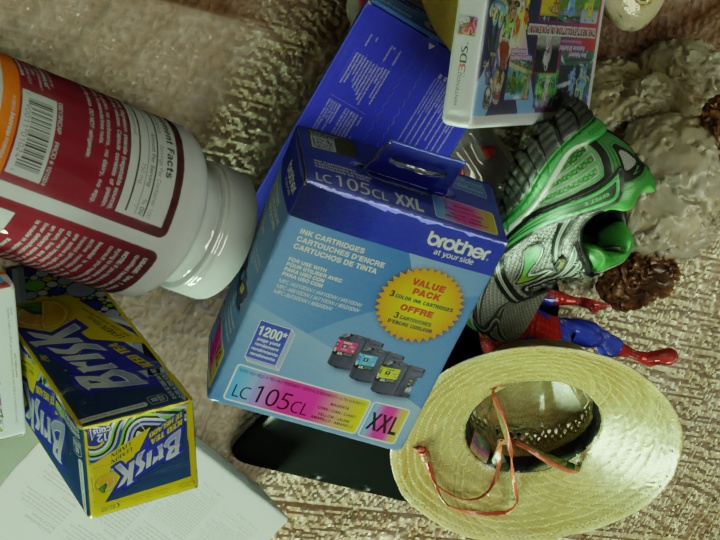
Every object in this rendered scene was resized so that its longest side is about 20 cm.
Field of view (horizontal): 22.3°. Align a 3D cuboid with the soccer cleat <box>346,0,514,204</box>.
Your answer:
[{"bbox_3d":[0.043,-0.121,1.205,0.069,0.078,0.200,-29,105,-4],"label":"soccer cleat"}]

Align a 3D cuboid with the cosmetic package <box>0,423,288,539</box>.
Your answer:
[{"bbox_3d":[-0.167,0.165,1.236,0.151,0.052,0.200,-48,127,-3],"label":"cosmetic package"}]

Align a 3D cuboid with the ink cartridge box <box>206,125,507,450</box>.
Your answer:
[{"bbox_3d":[0.000,0.000,1.124,0.136,0.076,0.200,16,118,-16],"label":"ink cartridge box"}]

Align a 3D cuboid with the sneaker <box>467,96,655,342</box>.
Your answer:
[{"bbox_3d":[0.121,-0.013,1.171,0.078,0.085,0.200,-36,161,-36],"label":"sneaker"}]

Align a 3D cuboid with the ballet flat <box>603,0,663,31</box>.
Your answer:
[{"bbox_3d":[0.198,-0.256,1.219,0.066,0.057,0.200,0,110,-28],"label":"ballet flat"}]

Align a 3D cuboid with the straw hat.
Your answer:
[{"bbox_3d":[0.116,0.092,1.245,0.201,0.085,0.201,3,132,3],"label":"straw hat"}]

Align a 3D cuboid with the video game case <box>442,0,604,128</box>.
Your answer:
[{"bbox_3d":[0.108,-0.178,1.099,0.200,0.023,0.182,-12,111,-64],"label":"video game case"}]

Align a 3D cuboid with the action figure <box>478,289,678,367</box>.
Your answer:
[{"bbox_3d":[0.148,0.051,1.310,0.200,0.052,0.065,21,76,-31],"label":"action figure"}]

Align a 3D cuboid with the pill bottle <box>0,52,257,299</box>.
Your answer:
[{"bbox_3d":[-0.166,-0.050,1.090,0.200,0.113,0.113,21,102,-35],"label":"pill bottle"}]

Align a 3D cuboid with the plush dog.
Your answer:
[{"bbox_3d":[0.185,-0.070,1.234,0.160,0.172,0.200,23,100,-37],"label":"plush dog"}]

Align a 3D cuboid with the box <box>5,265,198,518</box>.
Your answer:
[{"bbox_3d":[-0.166,0.064,1.092,0.070,0.200,0.064,-14,120,-23],"label":"box"}]

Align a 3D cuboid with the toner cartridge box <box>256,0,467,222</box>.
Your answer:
[{"bbox_3d":[0.001,-0.073,1.160,0.095,0.043,0.200,30,116,-6],"label":"toner cartridge box"}]

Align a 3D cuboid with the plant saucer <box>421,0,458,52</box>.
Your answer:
[{"bbox_3d":[0.095,-0.233,1.128,0.200,0.048,0.200,-17,117,-61],"label":"plant saucer"}]

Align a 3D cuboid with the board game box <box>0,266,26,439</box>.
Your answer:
[{"bbox_3d":[-0.309,0.052,1.067,0.200,0.103,0.105,-12,119,-24],"label":"board game box"}]

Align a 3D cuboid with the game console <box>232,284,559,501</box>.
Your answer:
[{"bbox_3d":[0.028,0.068,1.317,0.200,0.116,0.176,18,75,-35],"label":"game console"}]
